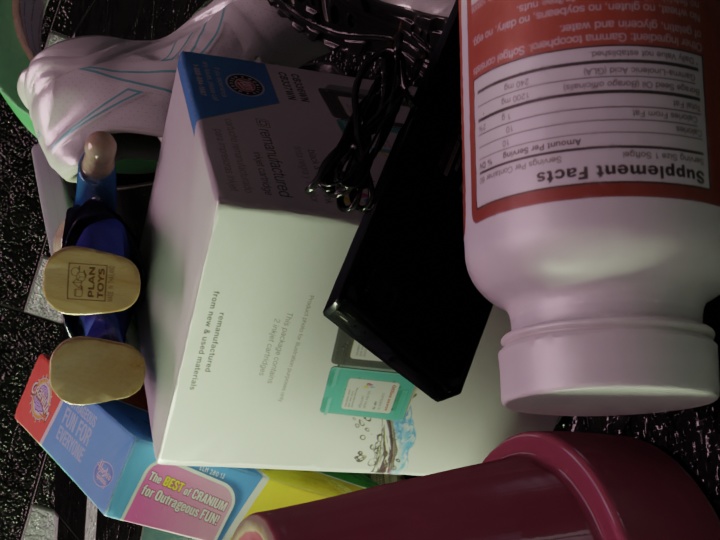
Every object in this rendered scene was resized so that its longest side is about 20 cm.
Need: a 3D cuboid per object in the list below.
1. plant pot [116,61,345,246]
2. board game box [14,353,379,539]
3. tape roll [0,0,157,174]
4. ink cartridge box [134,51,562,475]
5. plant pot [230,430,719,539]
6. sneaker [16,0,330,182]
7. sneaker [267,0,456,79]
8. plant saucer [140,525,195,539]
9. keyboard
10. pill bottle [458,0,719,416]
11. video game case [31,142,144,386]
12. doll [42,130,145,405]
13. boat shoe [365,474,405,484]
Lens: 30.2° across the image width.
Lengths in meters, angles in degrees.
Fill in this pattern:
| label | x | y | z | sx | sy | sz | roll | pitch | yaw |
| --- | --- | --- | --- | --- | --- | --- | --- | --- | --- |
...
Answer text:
| label | x | y | z | sx | sy | sz | roll | pitch | yaw |
| --- | --- | --- | --- | --- | --- | --- | --- | --- | --- |
| plant pot | -0.085 | -0.026 | 0.955 | 0.200 | 0.197 | 0.180 | -124 | 28 | -60 |
| board game box | -0.074 | 0.112 | 0.738 | 0.153 | 0.198 | 0.041 | 23 | 91 | 56 |
| tape roll | -0.139 | -0.163 | 0.838 | 0.048 | 0.197 | 0.203 | 78 | -172 | -71 |
| ink cartridge box | 0.000 | 0.000 | 0.667 | 0.147 | 0.197 | 0.147 | -112 | 34 | -53 |
| plant pot | 0.037 | 0.168 | 0.559 | 0.200 | 0.177 | 0.203 | -177 | 90 | -70 |
| sneaker | -0.087 | -0.102 | 0.748 | 0.071 | 0.198 | 0.081 | 77 | 171 | -63 |
| sneaker | 0.019 | -0.154 | 0.693 | 0.080 | 0.198 | 0.074 | -57 | -15 | -24 |
| plant saucer | -0.073 | 0.217 | 0.918 | 0.036 | 0.199 | 0.203 | -17 | 65 | 29 |
| keyboard | 0.029 | -0.051 | 0.577 | 0.039 | 0.104 | 0.202 | -16 | 42 | 46 |
| pill bottle | 0.095 | -0.047 | 0.535 | 0.112 | 0.111 | 0.203 | 149 | 122 | -67 |
| video game case | -0.163 | 0.033 | 0.883 | 0.201 | 0.022 | 0.184 | -119 | 7 | -53 |
| doll | -0.133 | -0.001 | 0.674 | 0.200 | 0.048 | 0.139 | -137 | 46 | -75 |
| boat shoe | -0.008 | 0.149 | 0.864 | 0.201 | 0.064 | 0.073 | -114 | 34 | -54 |
